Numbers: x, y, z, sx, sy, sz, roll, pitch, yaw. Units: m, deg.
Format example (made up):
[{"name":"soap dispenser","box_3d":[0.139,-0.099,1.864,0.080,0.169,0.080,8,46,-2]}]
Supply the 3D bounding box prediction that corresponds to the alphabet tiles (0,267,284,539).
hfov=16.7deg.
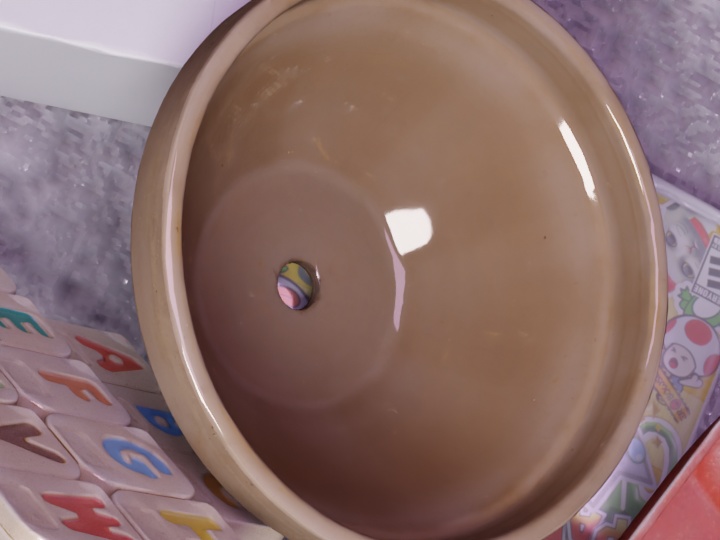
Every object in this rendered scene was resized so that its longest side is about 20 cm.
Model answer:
[{"name":"alphabet tiles","box_3d":[-0.114,0.036,0.768,0.195,0.200,0.015,17,109,-47]}]

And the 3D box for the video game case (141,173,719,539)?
[{"name":"video game case","box_3d":[0.034,0.023,0.910,0.199,0.023,0.183,27,74,-9]}]

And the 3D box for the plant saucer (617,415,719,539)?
[{"name":"plant saucer","box_3d":[0.108,0.181,0.809,0.200,0.037,0.200,-48,117,-26]}]

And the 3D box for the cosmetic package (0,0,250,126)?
[{"name":"cosmetic package","box_3d":[-0.132,-0.125,0.862,0.199,0.081,0.113,9,76,-13]}]

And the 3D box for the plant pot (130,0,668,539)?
[{"name":"plant pot","box_3d":[0.000,0.000,0.833,0.200,0.093,0.202,4,83,-32]}]
